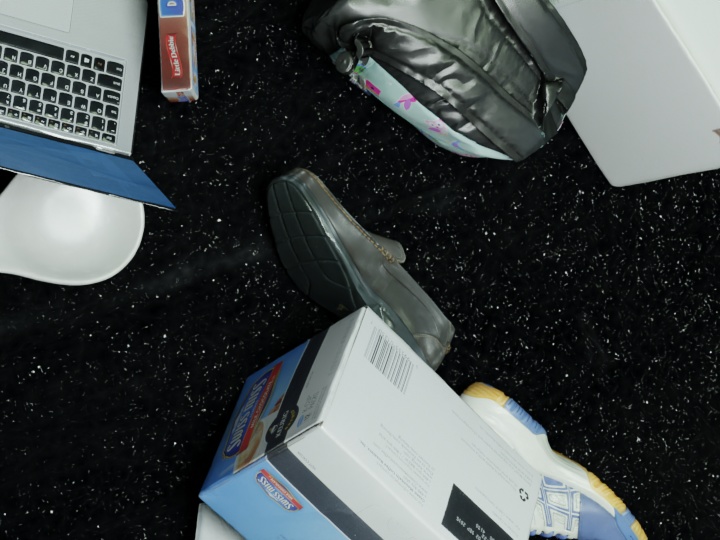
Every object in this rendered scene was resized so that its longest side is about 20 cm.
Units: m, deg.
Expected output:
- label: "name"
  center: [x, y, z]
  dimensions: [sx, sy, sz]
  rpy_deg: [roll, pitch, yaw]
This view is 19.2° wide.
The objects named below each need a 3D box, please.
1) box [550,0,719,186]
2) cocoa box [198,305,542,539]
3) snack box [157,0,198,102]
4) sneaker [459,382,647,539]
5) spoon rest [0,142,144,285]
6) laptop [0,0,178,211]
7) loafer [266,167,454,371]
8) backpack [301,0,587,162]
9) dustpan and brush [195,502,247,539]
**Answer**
- label: "box"
  center: [0.252, -0.196, 1.652]
  dimensions: [0.171, 0.199, 0.200]
  rpy_deg: [-40, 104, -23]
- label: "cocoa box"
  center: [0.010, 0.155, 1.522]
  dimensions: [0.200, 0.131, 0.134]
  rpy_deg: [44, 38, -19]
- label: "snack box"
  center: [-0.133, -0.223, 1.519]
  dimensions: [0.024, 0.072, 0.201]
  rpy_deg: [-3, 89, -1]
- label: "sneaker"
  center: [0.134, 0.176, 1.653]
  dimensions: [0.200, 0.075, 0.088]
  rpy_deg: [41, 82, -13]
- label: "spoon rest"
  center: [-0.237, -0.022, 1.462]
  dimensions: [0.200, 0.061, 0.100]
  rpy_deg: [-23, 96, -26]
- label: "laptop"
  center: [-0.218, -0.136, 1.422]
  dimensions: [0.187, 0.116, 0.201]
  rpy_deg: [14, 68, -25]
- label: "loafer"
  center: [0.000, 0.000, 1.587]
  dimensions: [0.072, 0.073, 0.200]
  rpy_deg: [-46, 118, -31]
- label: "backpack"
  center: [0.071, -0.174, 1.595]
  dimensions: [0.200, 0.127, 0.167]
  rpy_deg: [41, 87, -20]
- label: "dustpan and brush"
  center: [-0.040, 0.253, 1.565]
  dimensions: [0.200, 0.057, 0.140]
  rpy_deg: [13, 70, -21]
